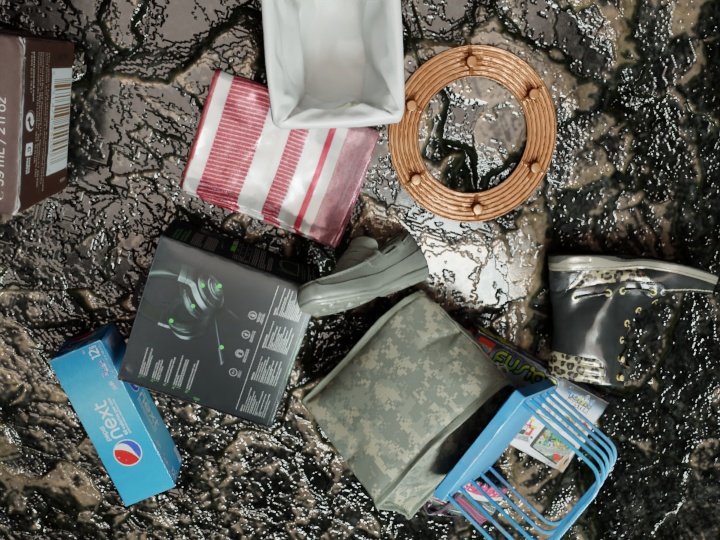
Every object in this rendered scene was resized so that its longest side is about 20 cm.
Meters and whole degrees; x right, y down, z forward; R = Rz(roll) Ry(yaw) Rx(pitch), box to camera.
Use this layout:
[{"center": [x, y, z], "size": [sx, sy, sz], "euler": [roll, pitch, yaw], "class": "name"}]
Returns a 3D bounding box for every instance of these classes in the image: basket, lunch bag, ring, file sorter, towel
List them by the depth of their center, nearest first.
[{"center": [-0.031, -0.249, 0.802], "size": [0.133, 0.123, 0.204], "euler": [-4, 100, -4], "class": "basket"}, {"center": [0.192, 0.216, 0.857], "size": [0.122, 0.199, 0.140], "euler": [41, 102, 21], "class": "file sorter"}, {"center": [0.061, 0.144, 0.889], "size": [0.200, 0.164, 0.117], "euler": [-46, 145, 4], "class": "lunch bag"}, {"center": [-0.092, -0.124, 0.891], "size": [0.197, 0.023, 0.146], "euler": [20, 102, -9], "class": "towel"}, {"center": [0.131, -0.154, 0.902], "size": [0.197, 0.019, 0.204], "euler": [-1, 106, -4], "class": "ring"}]

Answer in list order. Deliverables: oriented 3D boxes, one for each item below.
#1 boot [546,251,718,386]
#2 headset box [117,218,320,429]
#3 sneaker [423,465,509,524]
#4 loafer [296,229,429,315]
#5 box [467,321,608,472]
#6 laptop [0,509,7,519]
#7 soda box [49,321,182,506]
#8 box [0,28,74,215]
[{"center": [0.314, 0.058, 0.932], "size": [0.196, 0.073, 0.154], "euler": [5, 94, -2], "class": "boot"}, {"center": [-0.164, 0.057, 0.897], "size": [0.197, 0.093, 0.177], "euler": [18, 103, -8], "class": "headset box"}, {"center": [0.086, 0.264, 0.979], "size": [0.197, 0.081, 0.076], "euler": [21, 109, -8], "class": "sneaker"}, {"center": [0.000, 0.000, 0.863], "size": [0.069, 0.199, 0.071], "euler": [-25, 85, 39], "class": "loafer"}, {"center": [0.198, 0.160, 0.982], "size": [0.198, 0.035, 0.111], "euler": [29, 101, -11], "class": "box"}, {"center": [-0.529, 0.229, 0.874], "size": [0.198, 0.116, 0.188], "euler": [-29, 127, 4], "class": "laptop"}, {"center": [-0.286, 0.170, 0.933], "size": [0.067, 0.064, 0.203], "euler": [-21, 105, 2], "class": "soda box"}, {"center": [-0.408, -0.161, 0.783], "size": [0.196, 0.164, 0.169], "euler": [7, 105, -6], "class": "box"}]
